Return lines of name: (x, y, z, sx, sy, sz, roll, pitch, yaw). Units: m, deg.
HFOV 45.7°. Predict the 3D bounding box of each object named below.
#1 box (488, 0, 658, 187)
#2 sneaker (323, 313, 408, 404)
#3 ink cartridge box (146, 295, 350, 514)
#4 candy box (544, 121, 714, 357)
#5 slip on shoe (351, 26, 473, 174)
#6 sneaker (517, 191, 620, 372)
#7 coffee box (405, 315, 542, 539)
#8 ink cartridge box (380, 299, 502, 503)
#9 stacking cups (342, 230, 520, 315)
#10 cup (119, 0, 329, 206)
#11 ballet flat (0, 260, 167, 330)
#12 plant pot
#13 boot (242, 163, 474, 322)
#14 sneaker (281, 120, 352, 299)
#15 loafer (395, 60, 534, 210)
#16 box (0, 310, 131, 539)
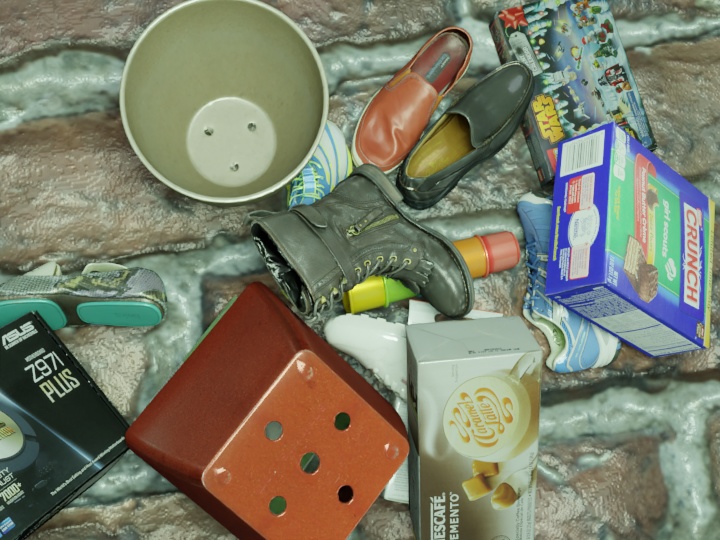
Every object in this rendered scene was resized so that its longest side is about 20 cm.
box: (0.241, -0.211, 0.975, 0.134, 0.040, 0.204, -16, 83, -8)
sneaker: (0.053, 0.098, 0.838, 0.196, 0.076, 0.082, 18, 88, -1)
ink cartridge box: (-0.097, 0.147, 0.875, 0.200, 0.048, 0.146, 43, 78, -18)
candy box: (0.281, -0.024, 0.874, 0.198, 0.076, 0.173, 26, 65, -37)
slip on shoe: (0.058, -0.190, 0.941, 0.074, 0.061, 0.201, 38, 80, -1)
sneaker: (0.209, 0.013, 0.915, 0.076, 0.076, 0.204, -19, 82, -14)
coffee box: (0.100, 0.153, 0.784, 0.111, 0.080, 0.205, -3, 110, -6)
ink cartridge box: (0.085, 0.141, 0.894, 0.106, 0.050, 0.205, 8, 79, -5)
stacking cups: (0.076, 0.001, 0.911, 0.195, 0.061, 0.062, -12, 82, -9)
cup: (-0.134, -0.152, 0.870, 0.195, 0.143, 0.206, 1, 81, -6)
ballet flat: (-0.294, 0.024, 0.870, 0.195, 0.072, 0.074, -2, 80, -7)
plant pot: (-0.069, 0.152, 0.768, 0.200, 0.176, 0.201, 43, 77, -15)
boot: (0.000, 0.000, 0.799, 0.200, 0.069, 0.174, 47, 46, 6)
sneaker: (-0.043, -0.069, 0.886, 0.074, 0.105, 0.205, 5, 80, -6)
loafer: (0.117, -0.150, 0.918, 0.073, 0.072, 0.201, 40, 87, 11)
box: (-0.330, 0.158, 0.768, 0.164, 0.086, 0.200, 49, 36, 2)
